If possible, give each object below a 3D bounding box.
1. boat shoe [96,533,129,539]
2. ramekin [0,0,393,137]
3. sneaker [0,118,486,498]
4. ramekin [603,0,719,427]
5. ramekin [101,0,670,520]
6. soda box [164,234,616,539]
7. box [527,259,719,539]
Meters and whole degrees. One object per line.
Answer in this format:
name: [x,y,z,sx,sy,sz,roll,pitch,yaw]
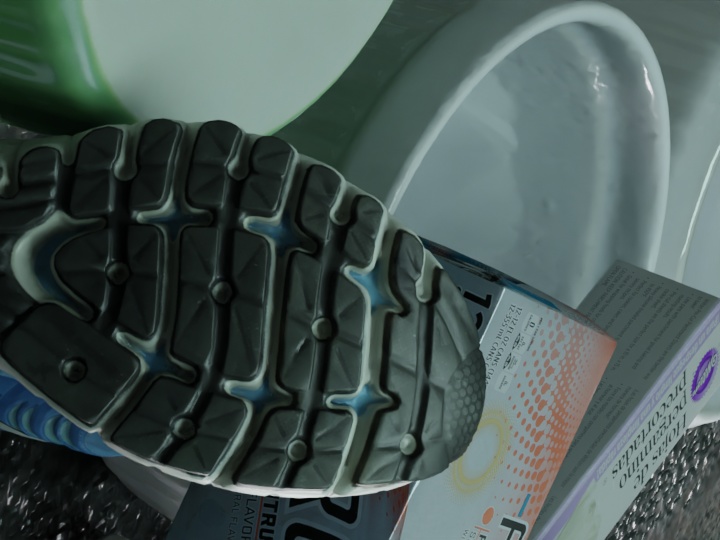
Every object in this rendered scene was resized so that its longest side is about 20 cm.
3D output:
boat shoe: [-0.058,0.158,0.943,0.074,0.065,0.202,-50,147,-32]
ramekin: [-0.054,-0.122,0.716,0.200,0.097,0.201,-41,142,-42]
sneaker: [-0.065,0.005,0.697,0.090,0.199,0.079,59,47,-76]
ramekin: [0.111,-0.035,1.081,0.202,0.094,0.203,-41,142,-43]
ramekin: [0.000,0.000,0.893,0.200,0.105,0.201,-41,143,-42]
soda box: [-0.012,0.088,0.762,0.068,0.063,0.201,24,90,-57]
box: [0.041,0.077,0.864,0.200,0.041,0.039,-49,148,-34]
